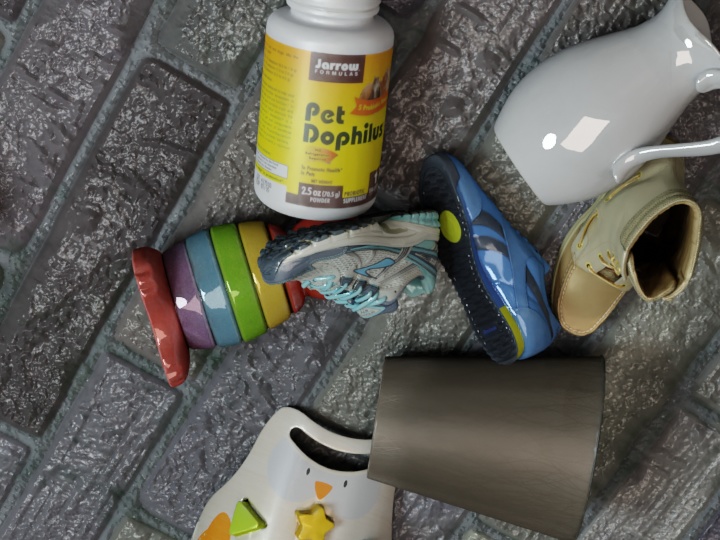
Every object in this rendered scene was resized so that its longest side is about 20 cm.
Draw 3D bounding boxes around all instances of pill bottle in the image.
[{"bbox_3d":[-0.030,-0.152,1.320,0.108,0.109,0.202,5,113,-1],"label":"pill bottle"}]

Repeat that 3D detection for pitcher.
[{"bbox_3d":[0.221,-0.127,1.296,0.199,0.173,0.121,-35,136,12],"label":"pitcher"}]

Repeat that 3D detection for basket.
[{"bbox_3d":[0.110,0.148,1.434,0.197,0.136,0.183,9,112,1],"label":"basket"}]

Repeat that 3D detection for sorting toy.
[{"bbox_3d":[-0.048,0.231,1.501,0.198,0.107,0.182,18,93,-7],"label":"sorting toy"}]

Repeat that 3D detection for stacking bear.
[{"bbox_3d":[-0.092,0.006,1.389,0.198,0.114,0.123,-17,111,-4],"label":"stacking bear"}]

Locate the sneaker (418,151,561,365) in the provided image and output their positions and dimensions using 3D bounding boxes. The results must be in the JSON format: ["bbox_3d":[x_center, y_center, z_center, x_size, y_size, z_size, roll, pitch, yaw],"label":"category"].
[{"bbox_3d":[0.118,-0.018,1.402,0.078,0.066,0.202,-27,95,-29],"label":"sneaker"}]

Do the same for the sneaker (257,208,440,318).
[{"bbox_3d":[0.000,0.000,1.322,0.077,0.199,0.088,-3,96,47],"label":"sneaker"}]

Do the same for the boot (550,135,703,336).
[{"bbox_3d":[0.228,-0.004,1.351,0.072,0.156,0.201,24,114,-11],"label":"boot"}]
